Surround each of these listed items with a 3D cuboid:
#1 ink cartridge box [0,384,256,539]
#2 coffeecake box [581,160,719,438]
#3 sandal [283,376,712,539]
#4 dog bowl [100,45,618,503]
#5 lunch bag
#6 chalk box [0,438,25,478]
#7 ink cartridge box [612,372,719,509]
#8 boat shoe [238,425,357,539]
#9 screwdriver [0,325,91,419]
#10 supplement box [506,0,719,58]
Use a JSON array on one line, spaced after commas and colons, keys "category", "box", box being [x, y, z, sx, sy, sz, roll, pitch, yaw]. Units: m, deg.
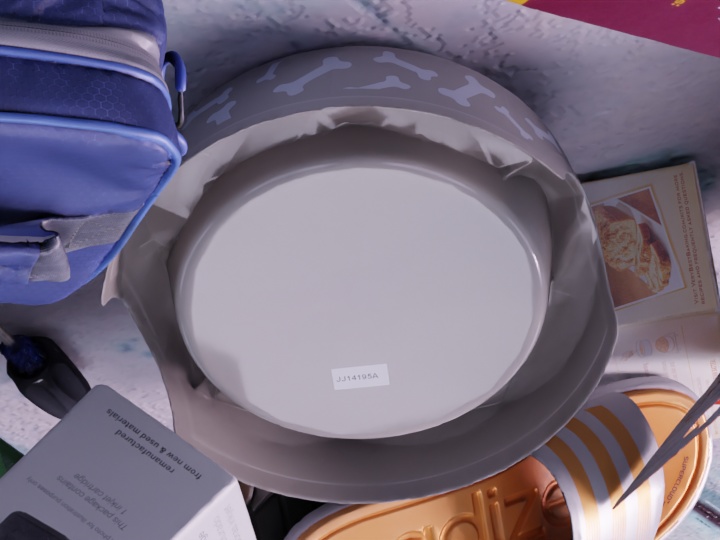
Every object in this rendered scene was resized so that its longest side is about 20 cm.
[{"category": "ink cartridge box", "box": [-0.131, 0.169, 1.070, 0.200, 0.083, 0.146, -45, 148, -23]}, {"category": "coffeecake box", "box": [0.061, 0.032, 1.193, 0.199, 0.074, 0.154, -10, 156, 7]}, {"category": "sandal", "box": [0.067, 0.109, 1.110, 0.206, 0.080, 0.059, -20, -165, -20]}, {"category": "dog bowl", "box": [0.000, 0.000, 1.043, 0.199, 0.059, 0.201, 0, 131, 0]}, {"category": "lunch bag", "box": [-0.149, -0.058, 0.865, 0.199, 0.133, 0.136, 4, 154, -22]}, {"category": "chalk box", "box": [-0.228, 0.106, 1.157, 0.199, 0.125, 0.124, 30, 160, 27]}, {"category": "ink cartridge box", "box": [0.198, 0.014, 1.077, 0.057, 0.200, 0.163, 37, 149, 1]}, {"category": "boat shoe", "box": [0.020, 0.098, 1.166, 0.199, 0.076, 0.074, 11, 174, -25]}, {"category": "screwdriver", "box": [-0.159, 0.029, 1.172, 0.028, 0.029, 0.200, -12, 160, 11]}, {"category": "supplement box", "box": [0.133, -0.127, 0.816, 0.199, 0.111, 0.086, 10, 150, -34]}]
